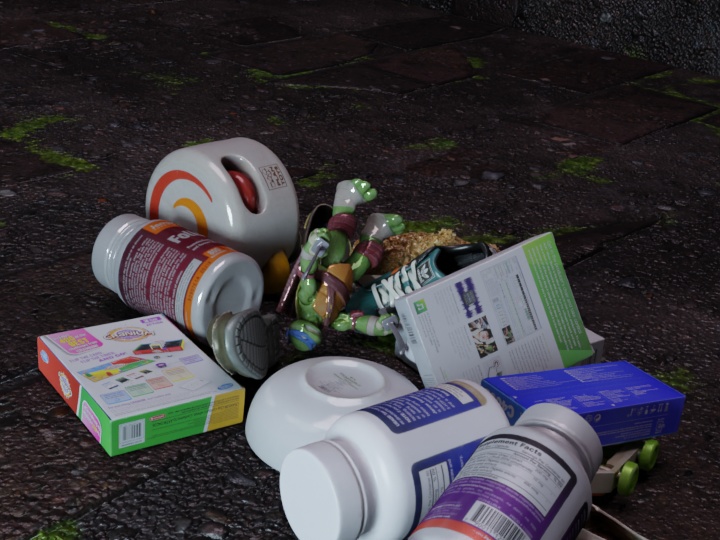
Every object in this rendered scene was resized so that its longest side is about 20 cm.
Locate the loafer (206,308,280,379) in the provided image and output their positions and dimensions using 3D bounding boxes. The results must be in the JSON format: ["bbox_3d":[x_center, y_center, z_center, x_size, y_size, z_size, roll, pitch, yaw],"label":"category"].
[{"bbox_3d":[-0.133,0.082,1.282,0.068,0.077,0.200,-5,-5,6],"label":"loafer"}]

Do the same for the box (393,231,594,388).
[{"bbox_3d":[0.145,0.061,1.268,0.198,0.146,0.036,-22,5,-23],"label":"box"}]

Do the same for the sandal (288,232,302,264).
[{"bbox_3d":[-0.153,-0.051,1.644,0.199,0.081,0.057,26,6,34],"label":"sandal"}]

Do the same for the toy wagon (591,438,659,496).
[{"bbox_3d":[0.225,0.172,1.218,0.153,0.040,0.199,18,20,27],"label":"toy wagon"}]

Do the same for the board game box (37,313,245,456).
[{"bbox_3d":[-0.235,0.114,1.255,0.151,0.041,0.199,-10,27,-33],"label":"board game box"}]

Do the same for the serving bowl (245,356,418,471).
[{"bbox_3d":[-0.019,0.139,1.213,0.196,0.067,0.201,4,23,-2],"label":"serving bowl"}]

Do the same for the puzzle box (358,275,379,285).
[{"bbox_3d":[0.089,-0.001,1.622,0.197,0.026,0.133,-8,25,-28],"label":"puzzle box"}]

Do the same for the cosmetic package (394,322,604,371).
[{"bbox_3d":[0.162,0.089,1.390,0.197,0.052,0.150,-11,29,-32],"label":"cosmetic package"}]

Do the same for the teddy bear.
[{"bbox_3d":[0.081,-0.024,1.507,0.196,0.068,0.145,2,-2,-1],"label":"teddy bear"}]

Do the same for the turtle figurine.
[{"bbox_3d":[0.000,0.000,1.328,0.142,0.200,0.196,26,62,-7],"label":"turtle figurine"}]

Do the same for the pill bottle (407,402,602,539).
[{"bbox_3d":[0.124,0.201,0.982,0.110,0.113,0.200,18,40,28],"label":"pill bottle"}]

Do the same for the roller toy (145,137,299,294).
[{"bbox_3d":[-0.171,-0.073,1.526,0.198,0.185,0.139,22,27,36],"label":"roller toy"}]

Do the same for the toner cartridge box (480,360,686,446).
[{"bbox_3d":[0.222,0.136,1.188,0.197,0.044,0.095,-3,20,-32],"label":"toner cartridge box"}]

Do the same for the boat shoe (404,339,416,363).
[{"bbox_3d":[0.137,0.056,1.313,0.197,0.067,0.070,-8,25,-26],"label":"boat shoe"}]

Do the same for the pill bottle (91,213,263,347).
[{"bbox_3d":[-0.221,0.006,1.416,0.198,0.116,0.113,22,28,33],"label":"pill bottle"}]

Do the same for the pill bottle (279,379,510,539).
[{"bbox_3d":[0.032,0.177,1.063,0.198,0.122,0.119,-12,28,-37],"label":"pill bottle"}]

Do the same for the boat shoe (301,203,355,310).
[{"bbox_3d":[-0.046,-0.016,1.553,0.071,0.061,0.203,-6,32,0],"label":"boat shoe"}]

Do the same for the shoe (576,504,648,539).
[{"bbox_3d":[0.204,0.230,1.058,0.069,0.054,0.199,-7,24,-30],"label":"shoe"}]

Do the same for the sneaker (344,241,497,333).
[{"bbox_3d":[0.069,0.012,1.405,0.197,0.080,0.072,-23,67,1],"label":"sneaker"}]
